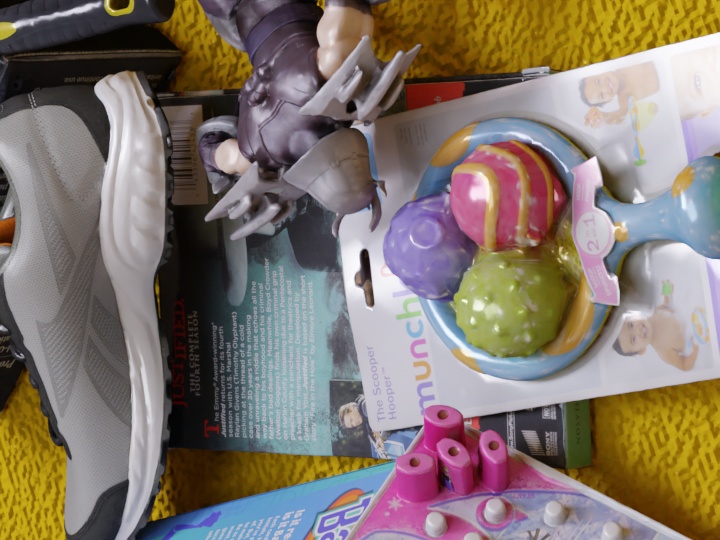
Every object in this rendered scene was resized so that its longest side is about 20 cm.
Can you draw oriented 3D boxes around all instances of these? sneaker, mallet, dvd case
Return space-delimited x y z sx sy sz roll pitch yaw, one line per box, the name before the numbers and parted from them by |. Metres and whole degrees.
sneaker | -0.113 0.019 1.126 0.074 0.079 0.201 -119 26 -65
mallet | -0.152 -0.095 1.079 0.200 0.041 0.066 -18 86 35
dvd case | 0.000 0.000 1.104 0.200 0.022 0.146 -1 93 38

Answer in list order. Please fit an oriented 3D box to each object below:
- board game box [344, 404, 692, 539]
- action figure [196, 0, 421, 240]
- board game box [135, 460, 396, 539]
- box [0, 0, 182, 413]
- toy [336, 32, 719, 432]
board game box | 0.057 0.160 0.954 0.200 0.200 0.026 26 153 20
action figure | -0.030 -0.098 1.067 0.130 0.069 0.200 -39 61 30
board game box | -0.059 0.153 1.089 0.200 0.152 0.045 -17 124 40
box | -0.190 -0.052 1.201 0.148 0.104 0.200 45 120 27
toy | 0.059 -0.010 1.012 0.200 0.047 0.116 -11 85 38
